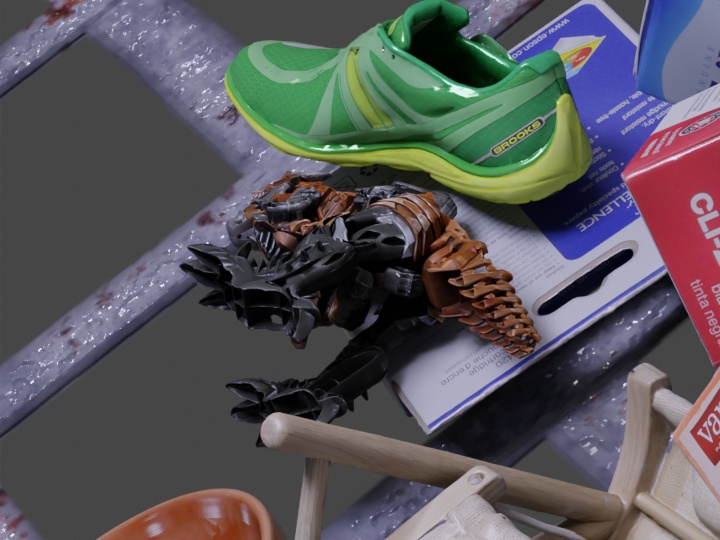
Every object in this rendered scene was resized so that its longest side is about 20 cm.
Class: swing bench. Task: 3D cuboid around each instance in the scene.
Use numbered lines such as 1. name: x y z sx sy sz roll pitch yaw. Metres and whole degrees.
1. swing bench: 0.088 0.139 1.049 0.199 0.130 0.199 -5 24 -33

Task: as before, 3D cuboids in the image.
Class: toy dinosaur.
1. toy dinosaur: 0.000 0.000 1.243 0.136 0.102 0.200 -34 12 -28

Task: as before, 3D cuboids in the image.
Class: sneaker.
1. sneaker: 0.023 -0.089 1.310 0.200 0.084 0.074 13 28 36

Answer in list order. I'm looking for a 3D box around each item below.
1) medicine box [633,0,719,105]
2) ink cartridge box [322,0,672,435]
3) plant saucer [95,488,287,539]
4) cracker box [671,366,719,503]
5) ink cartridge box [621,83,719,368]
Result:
1. medicine box: 0.243 -0.137 1.206 0.199 0.103 0.182 21 58 10
2. ink cartridge box: 0.078 -0.020 1.311 0.197 0.047 0.200 -34 41 -2
3. plant saucer: -0.109 0.175 1.204 0.200 0.032 0.200 -34 22 16
4. cracker box: 0.218 0.101 0.963 0.134 0.058 0.200 -14 57 -36
5. ink cartridge box: 0.212 -0.054 1.051 0.200 0.084 0.144 -25 6 19
